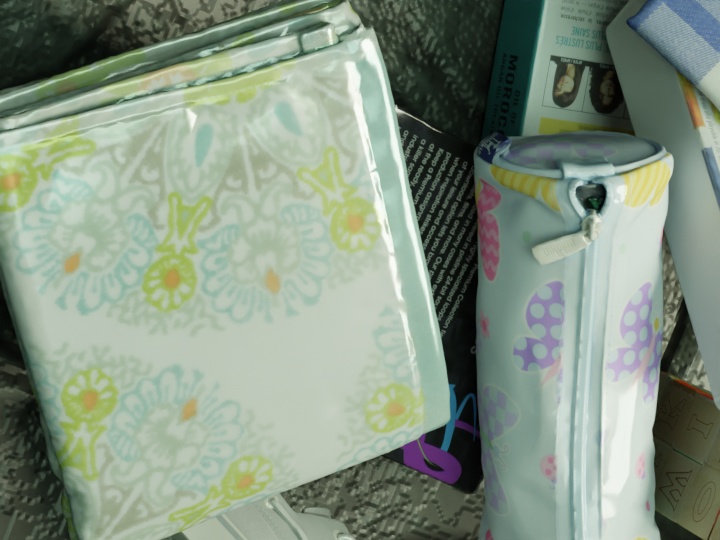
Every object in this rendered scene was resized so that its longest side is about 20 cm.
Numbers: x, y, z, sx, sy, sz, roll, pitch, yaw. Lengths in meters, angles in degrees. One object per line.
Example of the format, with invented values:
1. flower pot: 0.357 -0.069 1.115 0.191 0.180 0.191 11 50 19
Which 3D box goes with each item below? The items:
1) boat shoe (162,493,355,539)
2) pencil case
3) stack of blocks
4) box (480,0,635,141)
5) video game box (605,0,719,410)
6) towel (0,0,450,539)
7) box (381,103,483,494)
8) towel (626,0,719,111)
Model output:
1. boat shoe: -0.036 0.132 0.926 0.200 0.072 0.068 43 63 14
2. pencil case: 0.092 0.038 0.878 0.083 0.091 0.201 -6 109 -17
3. stack of blocks: 0.184 0.099 0.953 0.115 0.200 0.059 23 92 -20
4. box: 0.107 -0.082 0.973 0.082 0.049 0.201 7 98 -19
5. video game box: 0.216 -0.029 0.909 0.182 0.047 0.201 5 56 -28
6. towel: -0.058 0.001 0.824 0.171 0.048 0.201 -18 111 -15
7. box: 0.000 0.000 0.895 0.200 0.036 0.143 26 93 -28
8. towel: 0.233 -0.088 0.875 0.200 0.024 0.147 43 81 5
